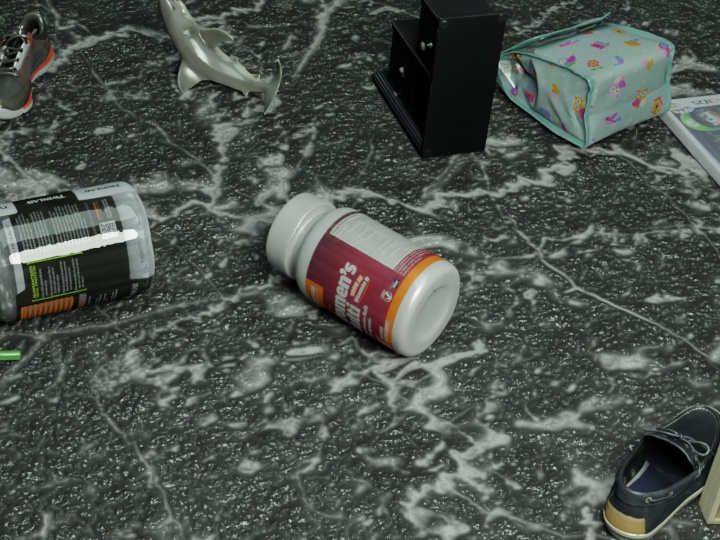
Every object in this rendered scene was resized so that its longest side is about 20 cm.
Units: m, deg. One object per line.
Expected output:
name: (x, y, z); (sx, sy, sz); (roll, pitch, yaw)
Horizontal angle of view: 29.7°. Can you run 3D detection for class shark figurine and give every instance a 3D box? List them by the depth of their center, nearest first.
shark figurine: (-0.195, -0.262, 1.806); (0.214, 0.128, 0.090); (37, 71, 9)

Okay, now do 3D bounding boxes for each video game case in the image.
video game case: (0.519, -0.176, 1.817); (0.179, 0.024, 0.201); (-8, 41, -17)

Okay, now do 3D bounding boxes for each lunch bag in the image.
lunch bag: (0.295, -0.268, 1.825); (0.169, 0.123, 0.200); (-22, 38, -28)

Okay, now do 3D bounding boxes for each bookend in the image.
bookend: (0.097, -0.286, 1.755); (0.091, 0.202, 0.200); (-8, 41, -18)

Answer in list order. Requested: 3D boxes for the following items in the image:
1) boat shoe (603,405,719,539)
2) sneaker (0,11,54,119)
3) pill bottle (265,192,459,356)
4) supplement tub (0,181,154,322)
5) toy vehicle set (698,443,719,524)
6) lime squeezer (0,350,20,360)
boat shoe: (0.300, 0.183, 1.309); (0.074, 0.063, 0.199); (24, 41, 32)
sneaker: (-0.452, -0.269, 1.753); (0.076, 0.083, 0.201); (6, 38, 1)
pill bottle: (0.000, 0.000, 1.459); (0.199, 0.111, 0.109); (30, 44, 27)
supplement tub: (-0.326, -0.017, 1.426); (0.198, 0.124, 0.123); (-12, 42, -23)
toy vehicle set: (0.396, 0.155, 1.247); (0.122, 0.202, 0.027); (1, 39, -8)
lime squeezer: (-0.447, 0.075, 1.375); (0.197, 0.038, 0.071); (15, 8, 12)
